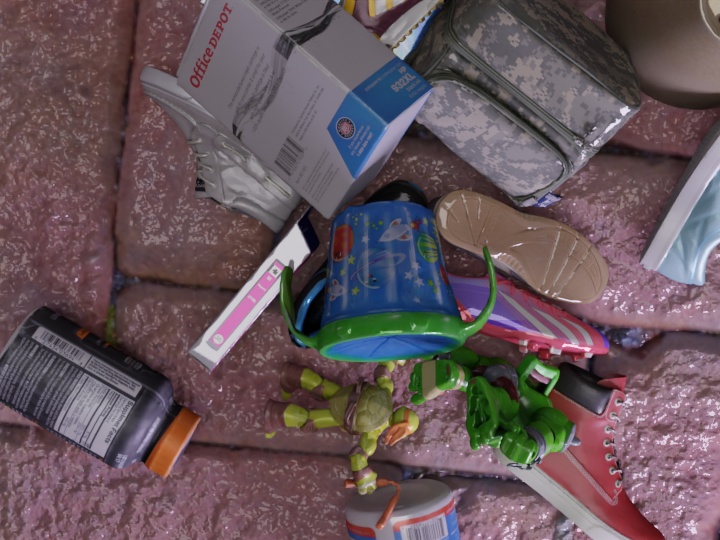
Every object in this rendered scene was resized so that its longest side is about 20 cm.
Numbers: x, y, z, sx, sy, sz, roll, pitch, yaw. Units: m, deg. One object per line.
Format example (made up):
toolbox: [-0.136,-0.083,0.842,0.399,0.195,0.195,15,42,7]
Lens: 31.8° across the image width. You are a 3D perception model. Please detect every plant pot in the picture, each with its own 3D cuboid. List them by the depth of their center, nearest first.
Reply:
plant pot: [0.331,-0.241,1.145,0.187,0.200,0.188,0,97,2]

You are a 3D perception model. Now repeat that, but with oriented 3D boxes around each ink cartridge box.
ink cartridge box: [-0.055,-0.170,1.155,0.200,0.084,0.145,42,140,5]
ink cartridge box: [-0.091,0.009,1.248,0.037,0.095,0.200,38,97,-1]

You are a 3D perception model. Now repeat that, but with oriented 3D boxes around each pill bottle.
pill bottle: [-0.262,0.128,1.266,0.200,0.106,0.106,31,98,-2]
pill bottle: [0.054,0.321,1.274,0.112,0.112,0.200,-9,97,4]

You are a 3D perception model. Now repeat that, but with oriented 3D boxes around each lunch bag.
lunch bag: [0.142,-0.169,1.183,0.200,0.139,0.168,35,124,-17]

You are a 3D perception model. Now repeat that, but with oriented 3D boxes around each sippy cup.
sippy cup: [0.025,0.009,1.163,0.178,0.140,0.131,4,75,-26]

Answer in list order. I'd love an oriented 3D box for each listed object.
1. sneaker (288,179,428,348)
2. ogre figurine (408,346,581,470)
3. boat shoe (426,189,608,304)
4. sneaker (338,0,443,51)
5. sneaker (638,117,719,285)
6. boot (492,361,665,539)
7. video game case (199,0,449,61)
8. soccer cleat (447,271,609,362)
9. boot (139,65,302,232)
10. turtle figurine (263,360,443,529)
sneaker: [0.000,0.000,1.250,0.073,0.082,0.200,35,96,0]
ogre figurine: [0.132,0.123,1.208,0.120,0.200,0.098,14,91,-37]
boat shoe: [0.154,-0.028,1.249,0.200,0.065,0.072,22,97,-19]
sneaker: [0.033,-0.272,1.173,0.090,0.075,0.200,43,96,-10]
sneaker: [0.349,-0.074,1.216,0.082,0.074,0.200,27,121,4]
boot: [0.253,0.188,1.267,0.200,0.072,0.144,39,100,1]
video game case: [-0.024,-0.271,1.235,0.200,0.045,0.181,38,98,-3]
soccer cleat: [0.155,0.040,1.260,0.200,0.067,0.077,12,78,-2]
boot: [-0.144,-0.116,1.244,0.200,0.074,0.096,30,91,-2]
turtle figurine: [-0.011,0.147,1.244,0.161,0.064,0.200,8,62,16]
